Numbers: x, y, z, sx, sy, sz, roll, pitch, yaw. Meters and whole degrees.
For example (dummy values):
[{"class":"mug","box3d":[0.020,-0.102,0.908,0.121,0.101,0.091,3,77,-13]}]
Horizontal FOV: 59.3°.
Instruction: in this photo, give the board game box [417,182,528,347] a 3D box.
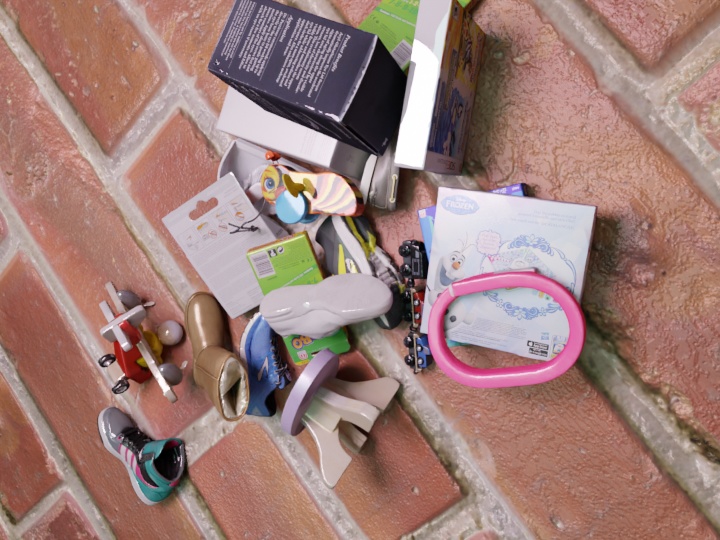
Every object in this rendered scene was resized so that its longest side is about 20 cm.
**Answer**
[{"class":"board game box","box3d":[0.174,-0.005,0.876,0.151,0.045,0.202,-13,91,25]}]

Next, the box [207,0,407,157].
[{"class":"box","box3d":[-0.057,-0.235,0.772,0.199,0.148,0.105,26,93,20]}]

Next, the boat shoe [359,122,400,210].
[{"class":"boat shoe","box3d":[0.050,-0.187,0.904,0.060,0.072,0.203,17,95,0]}]

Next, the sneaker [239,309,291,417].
[{"class":"sneaker","box3d":[-0.149,0.148,1.033,0.088,0.079,0.202,14,107,11]}]

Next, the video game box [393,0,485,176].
[{"class":"video game box","box3d":[0.106,-0.225,0.811,0.046,0.182,0.202,12,101,19]}]

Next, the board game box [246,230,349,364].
[{"class":"board game box","box3d":[-0.091,0.046,0.962,0.095,0.030,0.201,-17,109,10]}]

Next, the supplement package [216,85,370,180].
[{"class":"supplement package","box3d":[-0.086,-0.225,0.927,0.199,0.121,0.121,21,97,21]}]

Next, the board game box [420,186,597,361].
[{"class":"board game box","box3d":[0.188,0.002,0.821,0.199,0.043,0.201,11,103,23]}]

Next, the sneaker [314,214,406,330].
[{"class":"sneaker","box3d":[0.000,0.000,0.952,0.084,0.074,0.201,-31,80,41]}]

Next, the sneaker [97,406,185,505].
[{"class":"sneaker","box3d":[-0.388,0.318,1.144,0.120,0.084,0.201,-35,88,28]}]

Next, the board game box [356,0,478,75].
[{"class":"board game box","box3d":[0.090,-0.362,0.863,0.096,0.030,0.200,45,94,14]}]

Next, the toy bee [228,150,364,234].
[{"class":"toy bee","box3d":[-0.098,-0.117,0.888,0.198,0.131,0.110,-7,93,-2]}]

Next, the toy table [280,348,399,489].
[{"class":"toy table","box3d":[-0.036,0.210,0.931,0.117,0.200,0.184,32,73,11]}]

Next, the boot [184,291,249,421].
[{"class":"boot","box3d":[-0.225,0.127,1.001,0.200,0.066,0.177,-173,75,-66]}]

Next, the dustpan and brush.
[{"class":"dustpan and brush","box3d":[-0.178,-0.115,1.007,0.200,0.139,0.058,-32,43,54]}]

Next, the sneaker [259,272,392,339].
[{"class":"sneaker","box3d":[-0.041,0.062,0.909,0.198,0.076,0.089,-6,131,22]}]

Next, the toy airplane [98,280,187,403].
[{"class":"toy airplane","box3d":[-0.375,0.117,1.090,0.199,0.140,0.202,8,115,55]}]

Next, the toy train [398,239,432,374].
[{"class":"toy train","box3d":[0.085,0.055,0.920,0.045,0.034,0.202,2,102,29]}]

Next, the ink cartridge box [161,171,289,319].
[{"class":"ink cartridge box","box3d":[-0.197,-0.039,1.010,0.161,0.050,0.201,-28,101,24]}]

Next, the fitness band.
[{"class":"fitness band","box3d":[0.178,0.074,0.792,0.199,0.037,0.145,-10,94,27]}]
